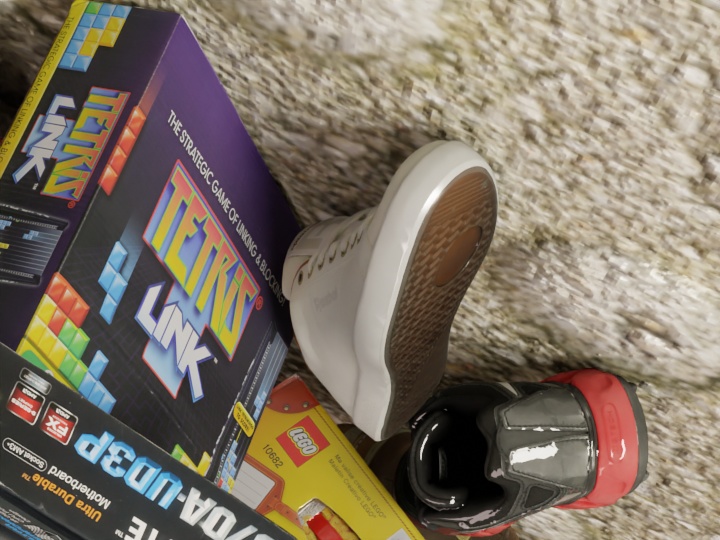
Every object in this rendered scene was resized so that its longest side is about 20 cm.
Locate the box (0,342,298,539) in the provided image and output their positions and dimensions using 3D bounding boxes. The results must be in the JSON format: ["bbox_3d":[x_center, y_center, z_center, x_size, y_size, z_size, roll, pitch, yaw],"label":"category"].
[{"bbox_3d":[-0.144,0.077,0.644,0.158,0.046,0.200,-9,141,48],"label":"box"}]

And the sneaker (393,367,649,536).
[{"bbox_3d":[0.053,0.094,0.843,0.097,0.072,0.200,-3,168,-26],"label":"sneaker"}]

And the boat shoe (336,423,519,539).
[{"bbox_3d":[0.042,0.157,1.049,0.076,0.072,0.201,22,149,46],"label":"boat shoe"}]

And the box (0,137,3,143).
[{"bbox_3d":[-0.188,-0.008,0.823,0.199,0.096,0.099,22,162,-32],"label":"box"}]

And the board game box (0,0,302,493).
[{"bbox_3d":[-0.093,0.013,0.730,0.056,0.166,0.200,12,154,24],"label":"board game box"}]

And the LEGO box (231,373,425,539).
[{"bbox_3d":[0.002,0.176,0.900,0.200,0.077,0.149,50,168,28],"label":"LEGO box"}]

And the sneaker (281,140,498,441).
[{"bbox_3d":[0.000,0.000,0.730,0.085,0.073,0.201,42,151,16],"label":"sneaker"}]
